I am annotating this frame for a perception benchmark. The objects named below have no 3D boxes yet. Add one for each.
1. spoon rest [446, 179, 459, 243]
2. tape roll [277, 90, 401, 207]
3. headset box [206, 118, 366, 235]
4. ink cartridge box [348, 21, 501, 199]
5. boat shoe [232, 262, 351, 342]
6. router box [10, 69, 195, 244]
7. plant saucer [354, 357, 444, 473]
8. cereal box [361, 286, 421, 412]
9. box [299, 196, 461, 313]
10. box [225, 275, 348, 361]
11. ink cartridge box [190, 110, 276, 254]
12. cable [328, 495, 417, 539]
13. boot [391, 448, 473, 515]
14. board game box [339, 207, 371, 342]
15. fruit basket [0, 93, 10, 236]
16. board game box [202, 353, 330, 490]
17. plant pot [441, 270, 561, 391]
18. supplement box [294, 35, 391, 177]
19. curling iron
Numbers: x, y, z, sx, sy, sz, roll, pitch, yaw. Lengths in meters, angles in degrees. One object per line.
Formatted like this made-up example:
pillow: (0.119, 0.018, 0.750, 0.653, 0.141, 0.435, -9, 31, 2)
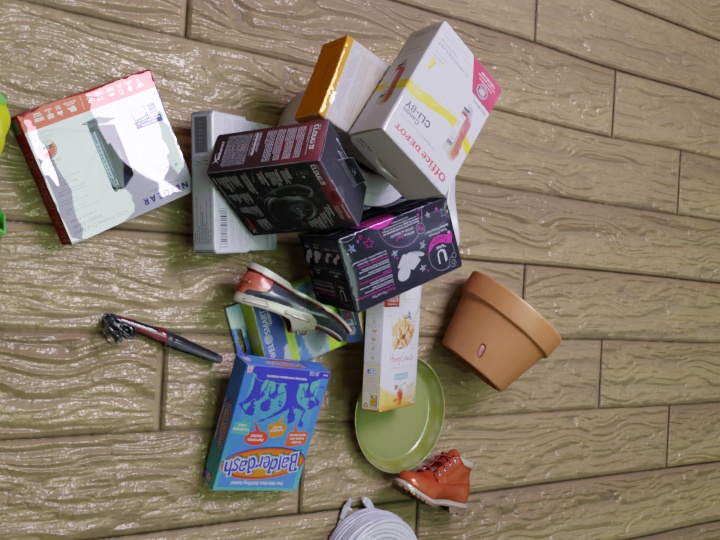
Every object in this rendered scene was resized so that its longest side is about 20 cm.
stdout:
spoon rest: (0.147, -0.139, 1.525, 0.099, 0.060, 0.203, -49, 123, -68)
tape roll: (-0.017, -0.200, 1.368, 0.200, 0.138, 0.207, 0, 91, -36)
headset box: (-0.092, -0.128, 1.217, 0.149, 0.197, 0.078, 56, 37, -49)
ink cartridge box: (0.095, -0.222, 1.222, 0.145, 0.083, 0.202, 42, 67, -29)
boat shoe: (-0.100, 0.062, 1.298, 0.199, 0.071, 0.063, 33, 75, -27)
router box: (-0.349, -0.157, 1.186, 0.198, 0.049, 0.182, -30, 107, -32)
plant saucer: (0.063, 0.247, 1.500, 0.197, 0.031, 0.204, -2, 93, -35)
cereal box: (0.052, 0.123, 1.414, 0.143, 0.039, 0.204, 3, 90, -62)
box: (0.030, -0.028, 1.300, 0.198, 0.131, 0.117, -22, 105, -27)
box: (-0.106, 0.084, 1.366, 0.198, 0.047, 0.124, -21, 102, -34)
ink cartridge box: (-0.187, -0.128, 1.297, 0.173, 0.043, 0.204, -5, 94, -67)
cable: (0.020, 0.506, 1.450, 0.199, 0.069, 0.202, 40, 69, -29)
boot: (0.131, 0.359, 1.514, 0.199, 0.074, 0.109, 27, 81, -48)
board game box: (0.000, 0.000, 1.415, 0.135, 0.034, 0.204, -28, 108, -59)
fruit basket: (-0.497, -0.134, 1.034, 0.212, 0.155, 0.220, -6, 107, -22)
board game box: (-0.142, 0.235, 1.313, 0.150, 0.045, 0.203, 9, 102, -35)
plant pot: (0.237, 0.117, 1.537, 0.200, 0.200, 0.141, 42, 85, -28)
supplement box: (0.015, -0.230, 1.261, 0.198, 0.073, 0.128, 29, 74, -32)
curling iron: (-0.286, 0.105, 1.247, 0.198, 0.025, 0.050, 24, 41, -37)
